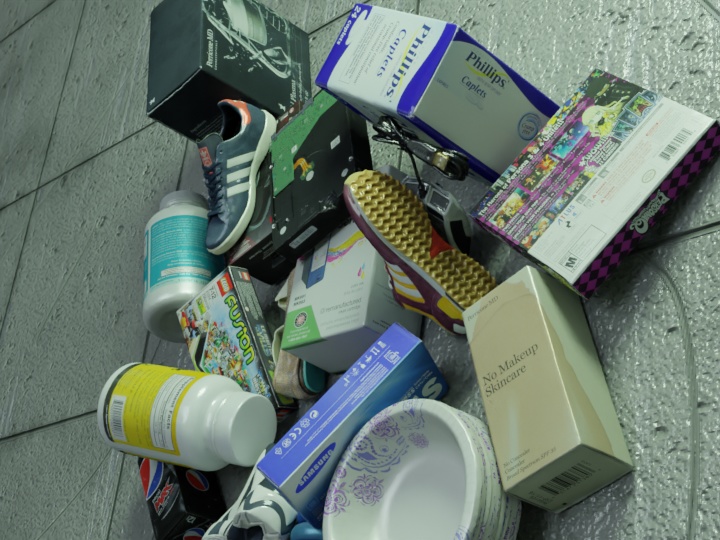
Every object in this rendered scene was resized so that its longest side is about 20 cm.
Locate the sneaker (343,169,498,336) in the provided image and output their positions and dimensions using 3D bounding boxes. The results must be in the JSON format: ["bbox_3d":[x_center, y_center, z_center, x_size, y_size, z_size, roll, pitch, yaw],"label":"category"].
[{"bbox_3d":[0.045,-0.011,1.275,0.075,0.200,0.090,-44,1,-39],"label":"sneaker"}]

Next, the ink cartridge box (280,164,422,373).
[{"bbox_3d":[0.000,0.000,1.407,0.145,0.087,0.200,-17,53,46],"label":"ink cartridge box"}]

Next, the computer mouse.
[{"bbox_3d":[0.076,-0.071,1.293,0.110,0.200,0.044,25,60,31],"label":"computer mouse"}]

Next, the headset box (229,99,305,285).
[{"bbox_3d":[-0.095,-0.090,1.590,0.149,0.077,0.200,-35,43,34],"label":"headset box"}]

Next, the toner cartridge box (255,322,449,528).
[{"bbox_3d":[-0.004,0.154,1.249,0.200,0.095,0.043,-46,48,-12],"label":"toner cartridge box"}]

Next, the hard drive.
[{"bbox_3d":[-0.048,-0.121,1.447,0.140,0.038,0.200,-39,38,28],"label":"hard drive"}]

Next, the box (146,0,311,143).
[{"bbox_3d":[-0.175,-0.267,1.697,0.124,0.196,0.200,-34,46,34],"label":"box"}]

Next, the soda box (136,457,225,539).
[{"bbox_3d":[-0.225,0.252,1.543,0.063,0.071,0.200,-49,38,19],"label":"soda box"}]

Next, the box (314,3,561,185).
[{"bbox_3d":[0.084,-0.182,1.332,0.200,0.184,0.105,29,89,55],"label":"box"}]

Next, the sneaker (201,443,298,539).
[{"bbox_3d":[-0.101,0.259,1.390,0.130,0.079,0.199,-51,-6,-35],"label":"sneaker"}]

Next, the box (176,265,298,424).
[{"bbox_3d":[-0.153,0.107,1.528,0.110,0.035,0.200,-40,58,29],"label":"box"}]

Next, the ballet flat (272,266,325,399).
[{"bbox_3d":[-0.072,0.055,1.474,0.067,0.068,0.200,-12,58,37],"label":"ballet flat"}]

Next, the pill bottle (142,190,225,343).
[{"bbox_3d":[-0.236,-0.011,1.686,0.111,0.111,0.200,-35,44,33],"label":"pill bottle"}]

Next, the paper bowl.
[{"bbox_3d":[0.067,0.228,1.166,0.201,0.104,0.201,-30,47,37],"label":"paper bowl"}]

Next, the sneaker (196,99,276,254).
[{"bbox_3d":[-0.174,-0.122,1.571,0.075,0.084,0.200,-10,61,49],"label":"sneaker"}]

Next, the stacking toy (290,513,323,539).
[{"bbox_3d":[-0.026,0.238,1.308,0.085,0.085,0.200,-20,48,44],"label":"stacking toy"}]

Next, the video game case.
[{"bbox_3d":[0.221,-0.089,1.198,0.200,0.036,0.181,-49,37,-1],"label":"video game case"}]

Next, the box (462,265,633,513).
[{"bbox_3d":[0.166,0.106,1.141,0.095,0.078,0.200,-40,42,29],"label":"box"}]

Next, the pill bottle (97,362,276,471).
[{"bbox_3d":[-0.199,0.172,1.454,0.200,0.111,0.111,6,73,35],"label":"pill bottle"}]
